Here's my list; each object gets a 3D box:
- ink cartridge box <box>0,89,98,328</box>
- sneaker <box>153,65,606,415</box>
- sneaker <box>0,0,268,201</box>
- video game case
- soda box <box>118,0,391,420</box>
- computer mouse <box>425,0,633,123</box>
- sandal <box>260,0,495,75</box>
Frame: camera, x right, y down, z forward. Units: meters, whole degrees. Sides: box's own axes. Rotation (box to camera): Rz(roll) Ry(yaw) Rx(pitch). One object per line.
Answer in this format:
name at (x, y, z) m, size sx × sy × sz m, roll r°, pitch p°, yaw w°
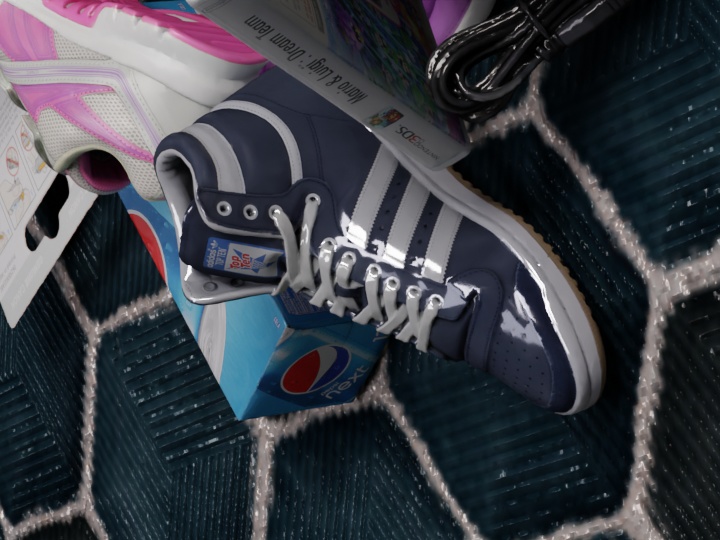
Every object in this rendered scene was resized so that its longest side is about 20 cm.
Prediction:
ink cartridge box at (-0.173, -0.097, 1.409) m, size 0.200 × 0.057 × 0.163 m, roll 61°, pitch 142°, yaw 20°
sneaker at (0.000, 0.000, 1.072) m, size 0.200 × 0.108 × 0.070 m, roll 48°, pitch 149°, yaw 25°
sneaker at (-0.123, -0.083, 1.184) m, size 0.200 × 0.081 × 0.088 m, roll 26°, pitch 106°, yaw 48°
video game case at (-0.034, -0.150, 1.008) m, size 0.024 × 0.182 × 0.200 m, roll -28°, pitch 61°, yaw 19°
soda box at (-0.060, -0.031, 1.227) m, size 0.200 × 0.064 × 0.068 m, roll 60°, pitch 141°, yaw 31°
computer mouse at (0.036, -0.162, 1.042) m, size 0.110 × 0.044 × 0.200 m, roll -39°, pitch 58°, yaw 18°
sandal at (0.000, -0.110, 1.131) m, size 0.203 × 0.050 × 0.083 m, roll -46°, pitch 60°, yaw 48°
